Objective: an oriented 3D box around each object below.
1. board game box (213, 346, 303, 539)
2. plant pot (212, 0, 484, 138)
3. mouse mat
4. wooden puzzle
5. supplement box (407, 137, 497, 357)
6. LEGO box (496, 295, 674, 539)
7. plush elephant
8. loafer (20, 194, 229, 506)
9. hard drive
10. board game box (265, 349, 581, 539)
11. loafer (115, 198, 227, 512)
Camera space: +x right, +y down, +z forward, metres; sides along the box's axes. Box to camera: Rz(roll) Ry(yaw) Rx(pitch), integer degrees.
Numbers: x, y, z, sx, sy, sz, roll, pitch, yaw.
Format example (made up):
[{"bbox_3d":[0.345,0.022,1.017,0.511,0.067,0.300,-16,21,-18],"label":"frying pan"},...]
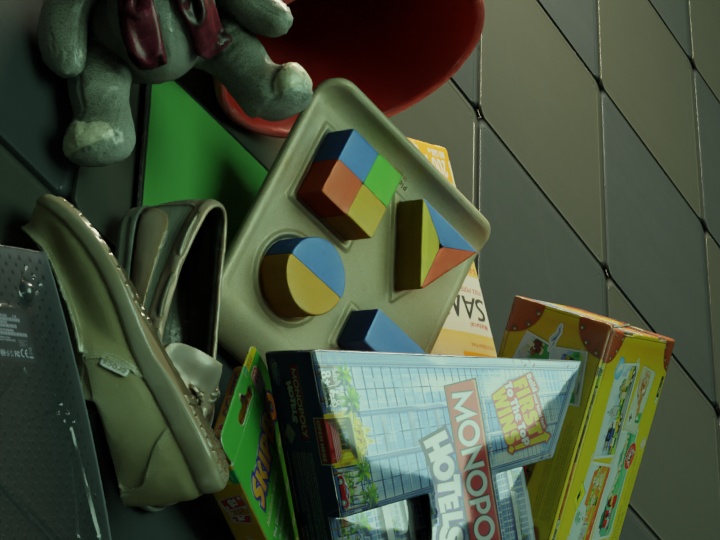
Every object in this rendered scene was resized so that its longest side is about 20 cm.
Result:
[{"bbox_3d":[-0.051,0.151,1.445,0.096,0.030,0.200,-74,151,-51],"label":"board game box"},{"bbox_3d":[-0.030,-0.220,1.625,0.200,0.200,0.177,28,38,-55],"label":"plant pot"},{"bbox_3d":[-0.090,-0.030,1.562,0.200,0.008,0.161,45,35,-44],"label":"mouse mat"},{"bbox_3d":[0.000,0.000,1.553,0.185,0.046,0.200,44,63,-32],"label":"wooden puzzle"},{"bbox_3d":[0.030,0.004,1.700,0.126,0.074,0.200,11,63,-61],"label":"supplement box"},{"bbox_3d":[0.139,0.128,1.614,0.149,0.077,0.200,12,94,-65],"label":"LEGO box"},{"bbox_3d":[-0.121,-0.190,1.423,0.155,0.165,0.200,103,-29,-52],"label":"plush elephant"},{"bbox_3d":[-0.147,0.048,1.318,0.200,0.068,0.076,60,-4,13],"label":"loafer"},{"bbox_3d":[-0.195,0.083,1.226,0.135,0.042,0.200,10,63,-61],"label":"hard drive"},{"bbox_3d":[0.055,0.128,1.462,0.200,0.062,0.200,-13,94,-31],"label":"board game box"},{"bbox_3d":[-0.112,0.044,1.392,0.072,0.063,0.200,40,40,-53],"label":"loafer"}]
